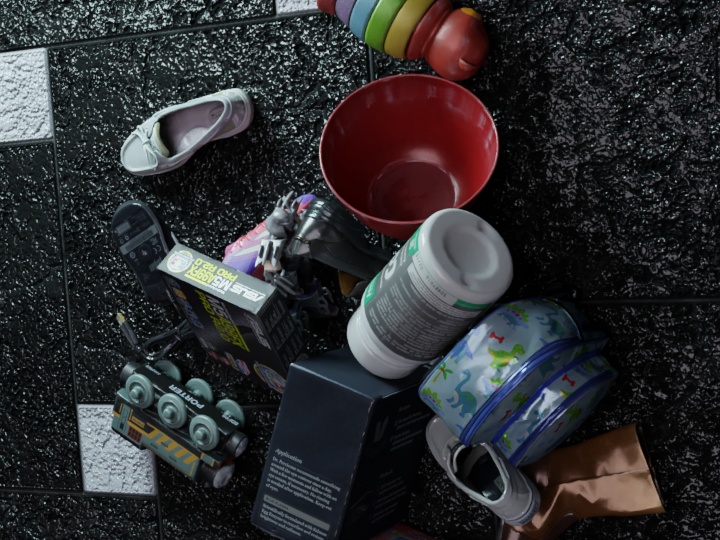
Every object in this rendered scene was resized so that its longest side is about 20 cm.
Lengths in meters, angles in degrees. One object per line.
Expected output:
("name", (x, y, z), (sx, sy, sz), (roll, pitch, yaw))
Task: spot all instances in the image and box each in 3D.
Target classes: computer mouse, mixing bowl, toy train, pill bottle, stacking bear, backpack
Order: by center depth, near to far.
("backpack", (0.175, 0.118, 1.469), (0.147, 0.200, 0.183), (49, 113, 23))
("pill bottle", (0.070, 0.031, 1.477), (0.113, 0.113, 0.200), (53, 138, 12))
("mixing bowl", (0.057, -0.111, 1.540), (0.198, 0.109, 0.201), (-2, 61, 4))
("stacking bear", (0.059, -0.292, 1.547), (0.199, 0.121, 0.114), (36, 107, 11))
("toy train", (-0.234, 0.198, 1.756), (0.199, 0.085, 0.115), (30, 119, 18))
("computer mouse", (-0.273, 0.015, 1.772), (0.140, 0.046, 0.201), (-37, 83, 24))

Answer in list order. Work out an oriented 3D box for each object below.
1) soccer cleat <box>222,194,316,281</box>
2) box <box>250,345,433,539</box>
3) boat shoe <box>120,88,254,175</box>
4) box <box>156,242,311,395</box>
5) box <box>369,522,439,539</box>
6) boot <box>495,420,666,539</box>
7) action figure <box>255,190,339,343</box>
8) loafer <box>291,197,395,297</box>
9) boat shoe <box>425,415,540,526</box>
("soccer cleat", (-0.126, -0.028, 1.686), (0.077, 0.067, 0.200), (47, 115, 19))
("box", (-0.012, 0.203, 1.580), (0.117, 0.196, 0.201), (21, 104, 23))
("boat shoe", (-0.230, -0.175, 1.718), (0.201, 0.065, 0.075), (-18, 87, 26))
("box", (-0.141, 0.066, 1.621), (0.160, 0.201, 0.044), (24, 64, 31))
("box", (0.057, 0.373, 1.619), (0.199, 0.095, 0.100), (21, 103, 23))
("boot", (0.250, 0.283, 1.544), (0.199, 0.068, 0.190), (-15, 76, 21))
("action figure", (-0.077, -0.005, 1.598), (0.069, 0.130, 0.201), (17, 142, 21))
("loafer", (0.000, 0.000, 1.572), (0.073, 0.200, 0.073), (-57, 25, -11))
("boat shoe", (0.127, 0.211, 1.540), (0.074, 0.065, 0.200), (-55, 38, -1))
